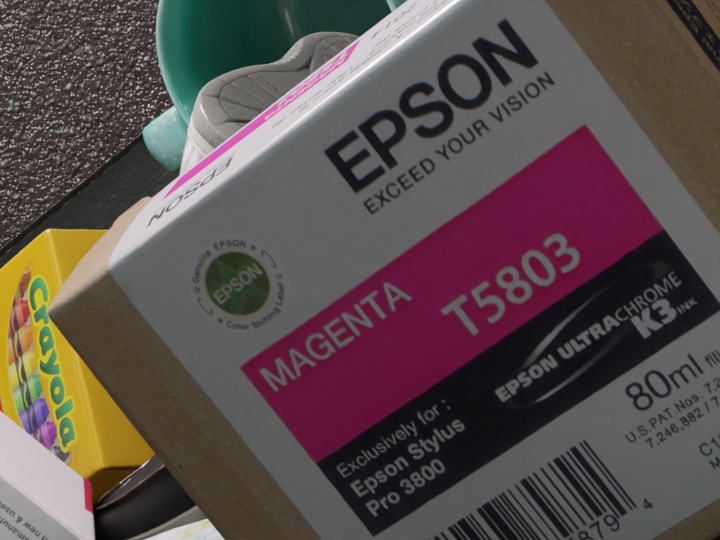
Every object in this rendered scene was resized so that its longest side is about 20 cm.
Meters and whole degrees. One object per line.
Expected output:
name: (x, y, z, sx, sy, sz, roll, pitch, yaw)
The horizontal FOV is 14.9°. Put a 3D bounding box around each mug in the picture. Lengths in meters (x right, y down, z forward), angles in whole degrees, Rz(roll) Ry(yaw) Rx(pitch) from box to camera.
mug: (-0.032, -0.134, 1.500, 0.184, 0.153, 0.114, 3, 22, 27)

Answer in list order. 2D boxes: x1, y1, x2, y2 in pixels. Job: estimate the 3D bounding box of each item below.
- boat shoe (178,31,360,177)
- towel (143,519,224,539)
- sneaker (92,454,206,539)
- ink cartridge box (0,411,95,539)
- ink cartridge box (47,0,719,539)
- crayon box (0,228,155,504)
boat shoe: (-0.022, -0.064, 1.325, 0.202, 0.074, 0.065, -26, -30, -56)
towel: (-0.097, 0.159, 0.978, 0.200, 0.048, 0.171, -45, 14, -31)
sneaker: (-0.064, 0.037, 1.235, 0.200, 0.106, 0.075, -39, 9, 4)
ink cartridge box: (-0.207, 0.158, 1.181, 0.200, 0.084, 0.145, -51, 9, 1)
ink cartridge box: (0.039, 0.010, 0.771, 0.200, 0.165, 0.075, -36, 9, 24)
crayon box: (-0.154, 0.063, 1.356, 0.051, 0.128, 0.200, 1, -25, -38)
